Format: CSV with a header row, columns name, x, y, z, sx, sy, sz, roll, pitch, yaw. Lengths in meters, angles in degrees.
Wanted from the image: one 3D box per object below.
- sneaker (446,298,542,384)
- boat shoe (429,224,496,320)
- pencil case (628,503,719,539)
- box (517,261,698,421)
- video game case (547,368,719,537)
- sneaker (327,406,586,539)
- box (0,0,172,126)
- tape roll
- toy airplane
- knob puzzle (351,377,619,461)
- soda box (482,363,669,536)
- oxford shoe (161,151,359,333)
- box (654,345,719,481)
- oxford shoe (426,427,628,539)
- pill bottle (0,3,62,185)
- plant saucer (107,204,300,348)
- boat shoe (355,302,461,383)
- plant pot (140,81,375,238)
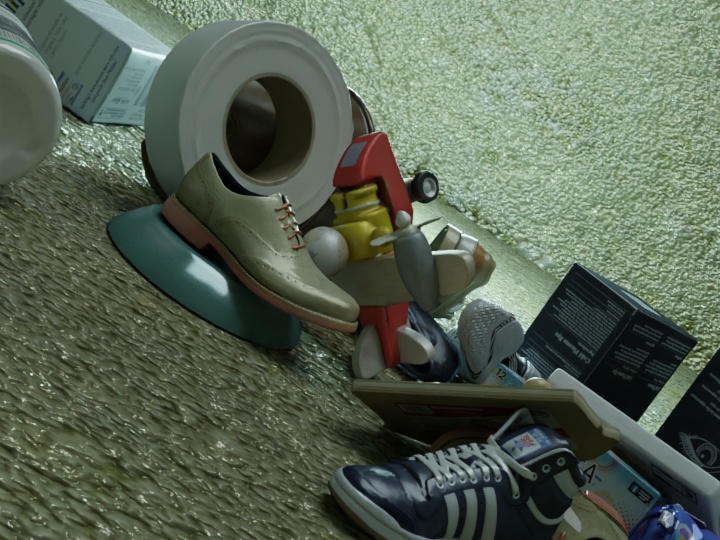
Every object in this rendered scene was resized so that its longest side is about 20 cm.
name,x,y,z,sx,sy,sz,roll,pitch,yaw
sneaker,0.124,0.080,1.224,0.115,0.075,0.200,37,-12,40
boat shoe,0.082,0.024,1.228,0.068,0.075,0.200,29,-28,-5
pencil case,0.315,0.278,0.964,0.199,0.087,0.078,34,-19,-6
box,0.282,0.111,1.350,0.104,0.183,0.199,41,12,37
video game case,0.276,0.202,1.106,0.200,0.024,0.183,37,-18,40
sneaker,0.074,0.139,0.763,0.199,0.109,0.070,26,12,-38
box,-0.343,-0.272,1.353,0.199,0.105,0.184,36,11,5
tape roll,-0.104,-0.138,1.080,0.201,0.204,0.070,26,-7,-39
toy airplane,0.000,0.000,1.024,0.140,0.201,0.200,5,41,-44
knob puzzle,0.110,0.118,0.900,0.217,0.031,0.220,9,-22,3
soda box,0.192,0.177,1.069,0.200,0.069,0.064,40,3,27
oxford shoe,-0.074,-0.023,0.939,0.199,0.074,0.071,36,10,7
box,0.421,0.214,1.265,0.104,0.201,0.148,27,13,-34
oxford shoe,0.140,0.188,0.870,0.199,0.071,0.075,29,18,-16
pill bottle,-0.308,-0.154,0.892,0.112,0.114,0.200,27,12,-33
plant saucer,-0.128,-0.004,0.995,0.199,0.036,0.200,33,10,-6
boat shoe,0.024,0.037,1.162,0.199,0.085,0.068,36,13,23
plant pot,-0.119,-0.134,1.227,0.197,0.202,0.200,12,23,-46
